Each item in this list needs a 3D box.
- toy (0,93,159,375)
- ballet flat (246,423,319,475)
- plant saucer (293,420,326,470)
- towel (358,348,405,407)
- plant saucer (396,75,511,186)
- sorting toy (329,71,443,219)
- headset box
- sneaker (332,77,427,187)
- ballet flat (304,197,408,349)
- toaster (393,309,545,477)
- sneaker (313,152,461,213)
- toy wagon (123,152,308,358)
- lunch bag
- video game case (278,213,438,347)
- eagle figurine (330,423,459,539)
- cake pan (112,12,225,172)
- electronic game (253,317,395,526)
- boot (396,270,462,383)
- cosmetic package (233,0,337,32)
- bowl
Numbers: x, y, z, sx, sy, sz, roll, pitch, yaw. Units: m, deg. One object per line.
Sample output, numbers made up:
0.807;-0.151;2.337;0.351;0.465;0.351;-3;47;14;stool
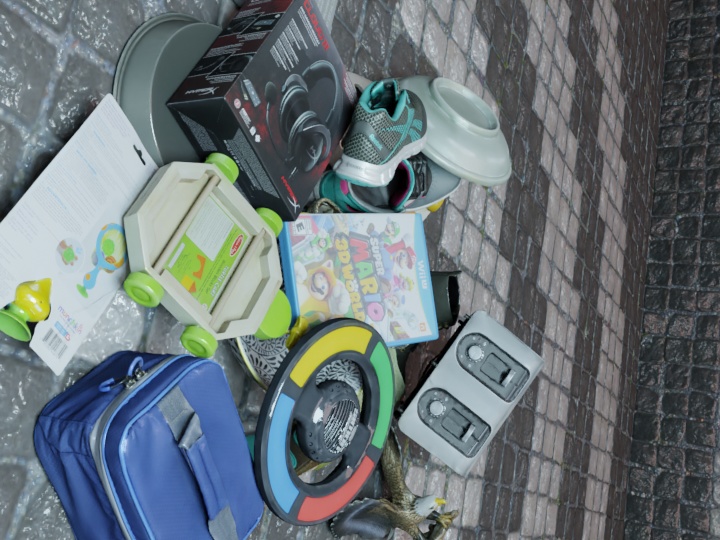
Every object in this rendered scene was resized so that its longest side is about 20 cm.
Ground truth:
-0.234;-0.032;0.640;0.116;0.046;0.202;63;35;-41;toy
-0.083;0.209;0.877;0.198;0.068;0.073;-20;138;-41;ballet flat
-0.042;0.148;0.985;0.199;0.031;0.205;-4;95;-58;plant saucer
-0.001;0.111;0.989;0.148;0.036;0.204;-42;125;-50;towel
0.123;-0.194;1.015;0.050;0.200;0.199;-53;166;32;plant saucer
0.030;-0.170;1.053;0.178;0.106;0.204;26;68;-36;sorting toy
-0.082;-0.172;0.789;0.202;0.076;0.150;-63;141;-34;headset box
0.034;-0.168;0.858;0.201;0.076;0.093;-61;165;-55;sneaker
0.000;0.000;0.918;0.067;0.075;0.201;-32;80;-29;ballet flat
0.136;0.157;1.038;0.182;0.118;0.200;-53;173;-3;toaster
0.052;-0.110;0.954;0.196;0.120;0.086;-12;96;-19;sneaker
-0.122;0.001;0.712;0.201;0.039;0.157;51;47;-30;toy wagon
-0.169;0.163;0.676;0.136;0.130;0.204;-45;129;-48;lunch bag
0.003;0.012;0.845;0.197;0.018;0.147;-4;83;-42;video game case
0.050;0.311;1.072;0.200;0.151;0.152;42;15;-21;eagle figurine
-0.155;-0.148;0.777;0.199;0.036;0.205;-5;96;-59;cake pan
-0.029;0.146;0.766;0.198;0.041;0.205;-19;114;-49;electronic game
0.075;0.093;1.072;0.077;0.136;0.205;-27;115;-55;boot
-0.102;-0.337;0.810;0.200;0.088;0.109;36;61;-57;cosmetic package
-0.076;0.048;0.842;0.198;0.093;0.206;10;75;-41;bowl
